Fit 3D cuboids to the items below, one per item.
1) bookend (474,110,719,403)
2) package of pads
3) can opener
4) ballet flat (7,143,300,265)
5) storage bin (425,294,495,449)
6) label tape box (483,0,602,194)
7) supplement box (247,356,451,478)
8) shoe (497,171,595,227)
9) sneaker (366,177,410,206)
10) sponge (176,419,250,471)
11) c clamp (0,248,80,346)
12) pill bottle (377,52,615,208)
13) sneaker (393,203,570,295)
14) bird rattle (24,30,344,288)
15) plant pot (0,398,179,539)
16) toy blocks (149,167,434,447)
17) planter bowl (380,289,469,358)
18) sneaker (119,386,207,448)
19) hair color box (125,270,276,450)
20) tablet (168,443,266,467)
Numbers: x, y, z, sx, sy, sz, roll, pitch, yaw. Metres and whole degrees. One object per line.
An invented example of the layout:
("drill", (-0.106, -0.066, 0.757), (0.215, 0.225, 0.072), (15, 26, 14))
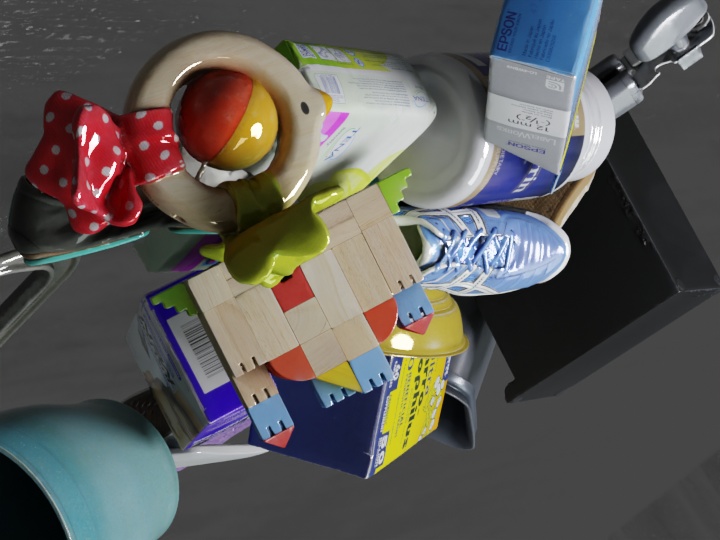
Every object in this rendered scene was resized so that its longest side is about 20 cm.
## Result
("bookend", (0.181, -0.017, 1.888), (0.200, 0.199, 0.092), (-37, 161, 30))
("package of pads", (-0.056, -0.078, 1.532), (0.200, 0.068, 0.154), (-42, 159, 29))
("can opener", (0.205, -0.166, 1.786), (0.200, 0.053, 0.067), (-34, 129, 7))
("ballet flat", (-0.135, -0.049, 1.417), (0.199, 0.069, 0.068), (-8, -166, -11))
("storage bin", (0.063, 0.064, 1.996), (0.200, 0.145, 0.135), (78, 35, -70))
("label tape box", (0.132, -0.161, 1.509), (0.200, 0.066, 0.144), (92, 13, -69))
("supplement box", (-0.002, 0.089, 1.786), (0.200, 0.109, 0.109), (-24, 127, -71))
("shoe", (0.131, -0.040, 1.733), (0.200, 0.070, 0.053), (-44, 161, -33))
("sneaker", (0.053, -0.064, 1.724), (0.200, 0.080, 0.078), (-12, 153, -47))
("sponge", (-0.114, 0.119, 2.000), (0.200, 0.030, 0.112), (-35, 161, 7))
("c clamp", (-0.293, 0.042, 1.518), (0.200, 0.027, 0.171), (-41, 160, 25))
("pill bottle", (0.104, -0.110, 1.635), (0.200, 0.116, 0.116), (-9, 151, -52))
("sneaker", (0.065, -0.012, 1.616), (0.199, 0.076, 0.077), (0, -169, -12))
("bird rattle", (-0.102, -0.075, 1.360), (0.163, 0.199, 0.113), (-66, -174, -19))
("plant pot", (-0.254, 0.194, 1.741), (0.200, 0.200, 0.188), (-45, 171, 34))
("toy blocks", (-0.027, 0.034, 1.498), (0.200, 0.137, 0.100), (-28, -177, -9))
("planter bowl", (0.000, 0.000, 1.725), (0.200, 0.200, 0.084), (-5, 112, -54))
("sneaker", (-0.127, 0.107, 1.901), (0.199, 0.073, 0.085), (-22, 167, -2))
("hair color box", (-0.128, 0.071, 1.661), (0.065, 0.110, 0.200), (-26, 175, -12))
("tablet", (-0.195, 0.171, 1.889), (0.199, 0.014, 0.130), (-9, 172, 27))
